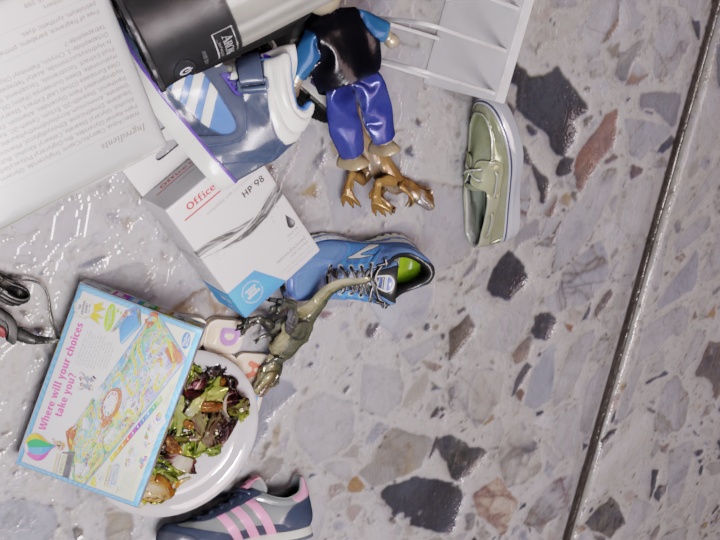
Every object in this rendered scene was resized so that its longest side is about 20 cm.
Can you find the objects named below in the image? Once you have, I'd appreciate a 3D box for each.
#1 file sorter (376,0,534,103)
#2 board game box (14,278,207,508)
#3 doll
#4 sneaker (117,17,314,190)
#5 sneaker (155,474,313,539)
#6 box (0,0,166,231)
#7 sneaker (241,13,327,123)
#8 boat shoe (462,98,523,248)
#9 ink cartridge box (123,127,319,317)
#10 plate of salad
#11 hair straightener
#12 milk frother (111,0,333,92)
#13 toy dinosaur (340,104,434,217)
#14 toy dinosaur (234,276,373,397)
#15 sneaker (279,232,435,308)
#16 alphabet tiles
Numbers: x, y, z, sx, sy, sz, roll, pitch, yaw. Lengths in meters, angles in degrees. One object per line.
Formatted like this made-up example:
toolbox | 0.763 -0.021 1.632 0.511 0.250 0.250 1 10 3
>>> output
file sorter | 0.097 -0.302 1.142 0.124 0.139 0.201 8 102 -34
board game box | -0.255 0.126 1.077 0.134 0.034 0.200 21 96 -4
doll | -0.019 -0.203 1.076 0.136 0.048 0.200 -25 120 -17
sneaker | -0.136 -0.192 1.013 0.146 0.081 0.200 -37 98 1
sneaker | -0.149 0.285 1.243 0.200 0.070 0.082 3 84 -35
box | -0.308 -0.154 0.876 0.200 0.199 0.172 -30 122 -22
sneaker | -0.074 -0.246 1.093 0.200 0.076 0.088 42 75 -46
boat shoe | 0.158 -0.116 1.294 0.062 0.072 0.200 -26 123 -27
ink cartridge box | -0.145 -0.063 1.106 0.116 0.067 0.200 -43 125 -15
plate of salad | -0.199 0.184 1.154 0.200 0.048 0.201 -10 111 -28
hair straightener | -0.365 0.013 0.996 0.200 0.041 0.077 34 86 -33
milk frother | -0.133 -0.279 0.892 0.188 0.180 0.200 -28 98 -7
toy dinosaur | 0.016 -0.124 1.213 0.200 0.060 0.106 50 52 -41
toy dinosaur | -0.081 0.059 1.171 0.088 0.048 0.200 20 123 -38
sneaker | 0.000 0.000 1.215 0.200 0.089 0.079 -10 112 -29
alphabet tiles | -0.195 0.147 1.182 0.195 0.015 0.201 8 102 -36
